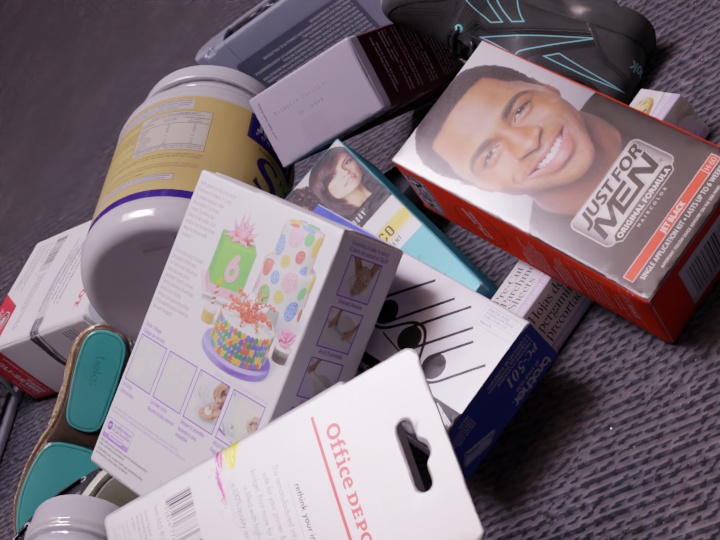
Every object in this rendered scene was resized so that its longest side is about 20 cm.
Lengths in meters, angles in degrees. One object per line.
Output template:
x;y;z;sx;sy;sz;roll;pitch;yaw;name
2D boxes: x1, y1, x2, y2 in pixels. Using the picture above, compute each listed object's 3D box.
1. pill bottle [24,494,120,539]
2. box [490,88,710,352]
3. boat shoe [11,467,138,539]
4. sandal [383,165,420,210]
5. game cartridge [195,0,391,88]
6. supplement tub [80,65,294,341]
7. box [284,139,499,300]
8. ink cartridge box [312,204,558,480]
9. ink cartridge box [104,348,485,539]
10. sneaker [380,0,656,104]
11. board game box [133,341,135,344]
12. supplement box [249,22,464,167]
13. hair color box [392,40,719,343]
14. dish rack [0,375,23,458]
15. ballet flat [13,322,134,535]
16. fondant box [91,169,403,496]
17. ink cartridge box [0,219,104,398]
-0.211;0.258;0.975;0.112;0.112;0.200;-30;33;31;pill bottle
0.145;-0.025;0.895;0.200;0.039;0.041;-53;29;-8;box
-0.243;0.228;1.100;0.200;0.074;0.066;-55;26;-12;boat shoe
0.000;0.000;1.079;0.200;0.043;0.076;-56;20;3;sandal
-0.033;-0.192;1.254;0.200;0.133;0.042;-28;35;32;game cartridge
-0.127;-0.052;1.104;0.145;0.145;0.200;-31;33;30;supplement tub
0.018;-0.005;0.979;0.082;0.049;0.200;-49;45;6;box
0.017;0.039;0.877;0.200;0.044;0.094;31;81;44;ink cartridge box
-0.025;0.139;0.729;0.200;0.068;0.115;-31;56;16;ink cartridge box
0.104;-0.161;1.006;0.199;0.075;0.080;15;79;15;sneaker
-0.107;0.025;1.184;0.151;0.047;0.200;-55;29;-12;board game box
0.017;-0.150;1.107;0.109;0.061;0.200;-26;3;38;supplement box
0.126;-0.051;0.850;0.200;0.061;0.102;31;80;36;hair color box
-0.392;0.108;1.354;0.043;0.172;0.200;-12;41;15;dish rack
-0.234;0.141;1.198;0.065;0.070;0.201;155;138;-86;ballet flat
-0.073;0.054;0.867;0.144;0.058;0.201;24;94;45;fondant box
-0.257;0.029;1.354;0.200;0.084;0.145;-18;40;46;ink cartridge box
